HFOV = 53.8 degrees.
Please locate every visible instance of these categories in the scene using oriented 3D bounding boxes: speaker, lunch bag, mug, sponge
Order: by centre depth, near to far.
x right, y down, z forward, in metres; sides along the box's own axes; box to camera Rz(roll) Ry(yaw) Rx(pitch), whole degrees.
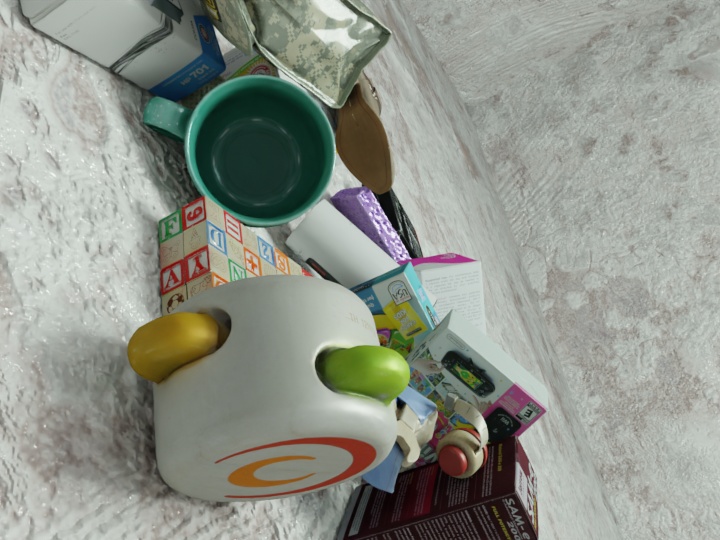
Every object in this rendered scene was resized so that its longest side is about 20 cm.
[{"bbox_3d":[-0.093,-0.280,0.733,0.200,0.118,0.164,26,16,-45],"label":"lunch bag"},{"bbox_3d":[-0.119,-0.134,0.762,0.185,0.152,0.114,53,-7,-8],"label":"mug"},{"bbox_3d":[0.000,0.000,0.918,0.200,0.081,0.081,42,21,-1],"label":"speaker"},{"bbox_3d":[0.029,-0.042,1.135,0.200,0.030,0.112,58,-19,-17],"label":"sponge"}]

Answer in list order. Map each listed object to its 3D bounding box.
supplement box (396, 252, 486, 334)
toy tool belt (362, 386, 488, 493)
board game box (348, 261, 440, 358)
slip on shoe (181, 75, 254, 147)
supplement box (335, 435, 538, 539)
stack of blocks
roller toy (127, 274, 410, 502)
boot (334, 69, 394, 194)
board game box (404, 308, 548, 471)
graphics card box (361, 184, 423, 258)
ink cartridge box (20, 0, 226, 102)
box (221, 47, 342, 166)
[{"bbox_3d":[0.124,0.082,1.072,0.101,0.103,0.200,-150,-128,-70],"label":"supplement box"},{"bbox_3d":[0.016,0.167,0.720,0.123,0.200,0.125,-22,132,-52],"label":"toy tool belt"},{"bbox_3d":[0.037,0.111,0.873,0.200,0.151,0.047,62,20,-9],"label":"board game box"},{"bbox_3d":[-0.146,-0.147,0.849,0.200,0.074,0.061,55,-5,-20],"label":"slip on shoe"},{"bbox_3d":[0.082,0.252,0.744,0.061,0.200,0.109,63,19,-10],"label":"supplement box"},{"bbox_3d":[-0.113,0.027,0.719,0.200,0.058,0.115,39,32,-53],"label":"stack of blocks"},{"bbox_3d":[-0.072,0.093,0.564,0.183,0.200,0.140,101,-20,-57],"label":"roller toy"},{"bbox_3d":[0.004,-0.210,0.964,0.200,0.070,0.146,65,19,-12],"label":"boot"},{"bbox_3d":[0.093,0.166,0.818,0.147,0.200,0.064,40,22,-3],"label":"board game box"},{"bbox_3d":[0.066,-0.067,1.285,0.200,0.051,0.126,53,21,-59],"label":"graphics card box"},{"bbox_3d":[-0.240,-0.280,0.717,0.200,0.086,0.147,21,47,-66],"label":"ink cartridge box"},{"bbox_3d":[-0.104,-0.211,0.953,0.200,0.112,0.102,29,41,-58],"label":"box"}]
